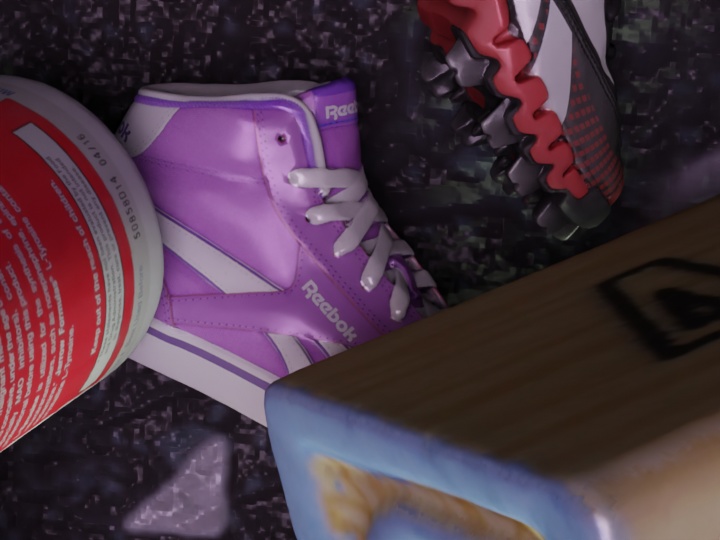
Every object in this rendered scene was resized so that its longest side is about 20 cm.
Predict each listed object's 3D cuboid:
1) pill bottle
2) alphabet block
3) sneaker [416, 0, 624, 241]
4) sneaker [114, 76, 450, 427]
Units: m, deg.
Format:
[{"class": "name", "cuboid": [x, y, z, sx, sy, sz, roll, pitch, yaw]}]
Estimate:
[{"class": "pill bottle", "cuboid": [-0.154, 0.019, 0.772, 0.112, 0.200, 0.113, 11, 115, 24]}, {"class": "alphabet block", "cuboid": [0.115, 0.098, 0.752, 0.199, 0.196, 0.197, -20, 107, -25]}, {"class": "sneaker", "cuboid": [0.057, -0.105, 0.822, 0.098, 0.071, 0.201, -30, 118, -9]}, {"class": "sneaker", "cuboid": [0.000, 0.000, 0.854, 0.199, 0.073, 0.115, 24, 103, 6]}]
